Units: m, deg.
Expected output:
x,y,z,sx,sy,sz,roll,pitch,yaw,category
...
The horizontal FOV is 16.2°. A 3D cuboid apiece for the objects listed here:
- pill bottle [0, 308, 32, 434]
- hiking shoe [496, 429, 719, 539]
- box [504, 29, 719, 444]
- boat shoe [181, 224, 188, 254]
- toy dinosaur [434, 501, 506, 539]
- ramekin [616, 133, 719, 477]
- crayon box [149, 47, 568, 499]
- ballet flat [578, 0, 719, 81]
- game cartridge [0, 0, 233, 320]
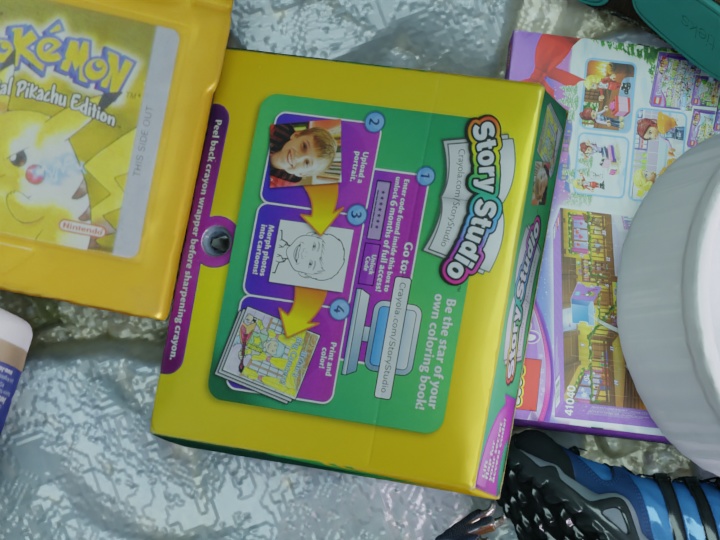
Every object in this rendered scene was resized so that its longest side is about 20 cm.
x,y,z,sx,sy,sz,roll,pitch,yaw,category
-0.242,0.104,1.239,0.110,0.111,0.201,18,83,3,pill bottle
0.159,0.134,1.266,0.199,0.075,0.087,33,56,8,hiking shoe
0.133,-0.016,1.291,0.136,0.039,0.202,7,82,0,box
-0.141,-0.095,1.288,0.074,0.066,0.201,-22,83,-3,boat shoe
0.079,0.211,1.258,0.105,0.199,0.182,-39,112,-34,toy dinosaur
0.221,0.016,1.226,0.199,0.098,0.202,2,85,-26,ramekin
0.000,0.000,1.259,0.171,0.058,0.201,8,82,17,crayon box
0.149,-0.159,1.290,0.200,0.068,0.075,36,48,29,ballet flat
-0.158,-0.090,1.229,0.175,0.032,0.201,12,91,-18,game cartridge
